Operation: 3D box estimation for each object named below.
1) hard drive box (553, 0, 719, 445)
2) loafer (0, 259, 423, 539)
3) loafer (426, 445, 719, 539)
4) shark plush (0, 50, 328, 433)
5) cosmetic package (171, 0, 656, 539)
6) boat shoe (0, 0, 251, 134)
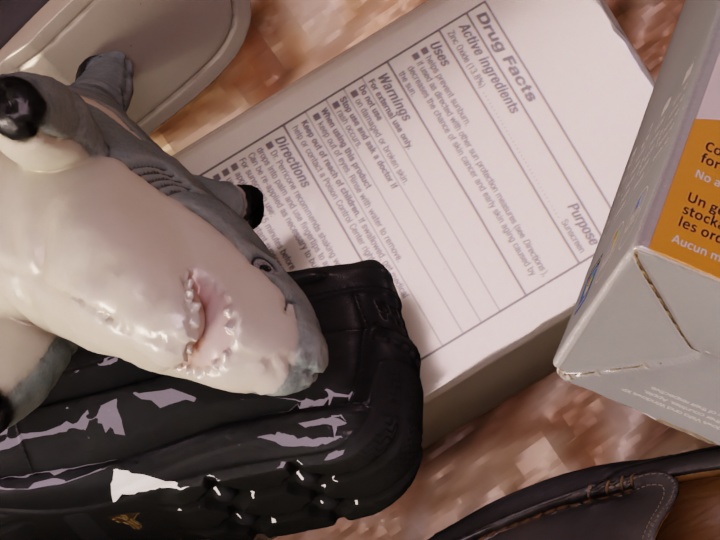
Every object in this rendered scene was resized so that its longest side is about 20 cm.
[{"bbox_3d":[0.159,-0.040,0.754,0.156,0.077,0.200,22,61,-2],"label":"hard drive box"},{"bbox_3d":[-0.081,0.041,0.764,0.200,0.068,0.071,-10,60,9],"label":"loafer"},{"bbox_3d":[0.082,0.082,0.795,0.200,0.072,0.073,-20,77,5],"label":"loafer"},{"bbox_3d":[-0.063,-0.010,0.746,0.083,0.200,0.091,5,98,-11],"label":"shark plush"},{"bbox_3d":[0.000,0.000,0.824,0.200,0.071,0.105,-29,77,3],"label":"cosmetic package"},{"bbox_3d":[-0.123,-0.046,0.872,0.200,0.073,0.063,-34,33,7],"label":"boat shoe"}]
